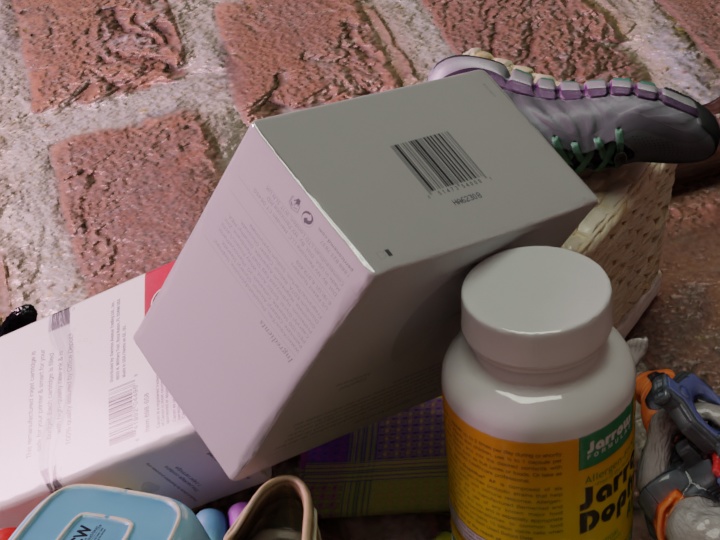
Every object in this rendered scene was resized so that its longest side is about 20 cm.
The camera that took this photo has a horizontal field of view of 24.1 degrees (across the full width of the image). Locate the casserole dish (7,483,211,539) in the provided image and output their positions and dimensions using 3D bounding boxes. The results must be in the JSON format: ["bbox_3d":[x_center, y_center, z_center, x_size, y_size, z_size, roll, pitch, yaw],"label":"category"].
[{"bbox_3d":[-0.160,0.181,0.947,0.121,0.039,0.200,7,31,17],"label":"casserole dish"}]

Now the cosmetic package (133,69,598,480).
[{"bbox_3d":[0.000,0.000,1.024,0.199,0.200,0.123,-18,60,-43],"label":"cosmetic package"}]

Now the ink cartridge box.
[{"bbox_3d":[-0.168,0.096,1.130,0.200,0.084,0.144,-22,49,18],"label":"ink cartridge box"}]

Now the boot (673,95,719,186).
[{"bbox_3d":[0.275,-0.137,1.438,0.200,0.064,0.186,-15,35,1],"label":"boot"}]

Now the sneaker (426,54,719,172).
[{"bbox_3d":[0.133,-0.080,1.114,0.200,0.074,0.088,10,59,16],"label":"sneaker"}]

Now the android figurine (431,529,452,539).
[{"bbox_3d":[0.102,0.226,1.009,0.200,0.041,0.182,24,48,39],"label":"android figurine"}]

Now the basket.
[{"bbox_3d":[0.102,-0.028,1.212,0.198,0.161,0.200,24,44,22],"label":"basket"}]

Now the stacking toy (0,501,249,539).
[{"bbox_3d":[-0.141,0.187,1.048,0.200,0.085,0.085,0,36,-7],"label":"stacking toy"}]

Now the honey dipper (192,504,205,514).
[{"bbox_3d":[-0.131,0.176,1.134,0.038,0.038,0.200,14,40,28],"label":"honey dipper"}]

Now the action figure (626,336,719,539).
[{"bbox_3d":[0.226,0.140,1.046,0.105,0.200,0.193,-43,8,21],"label":"action figure"}]

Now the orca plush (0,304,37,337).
[{"bbox_3d":[-0.243,0.063,1.276,0.200,0.071,0.105,5,39,19],"label":"orca plush"}]

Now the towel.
[{"bbox_3d":[0.030,0.104,1.201,0.144,0.023,0.200,-4,38,7],"label":"towel"}]

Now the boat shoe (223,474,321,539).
[{"bbox_3d":[-0.064,0.180,0.918,0.071,0.065,0.200,4,23,7],"label":"boat shoe"}]

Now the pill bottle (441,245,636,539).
[{"bbox_3d":[0.105,0.090,0.984,0.113,0.200,0.113,-4,35,3],"label":"pill bottle"}]
